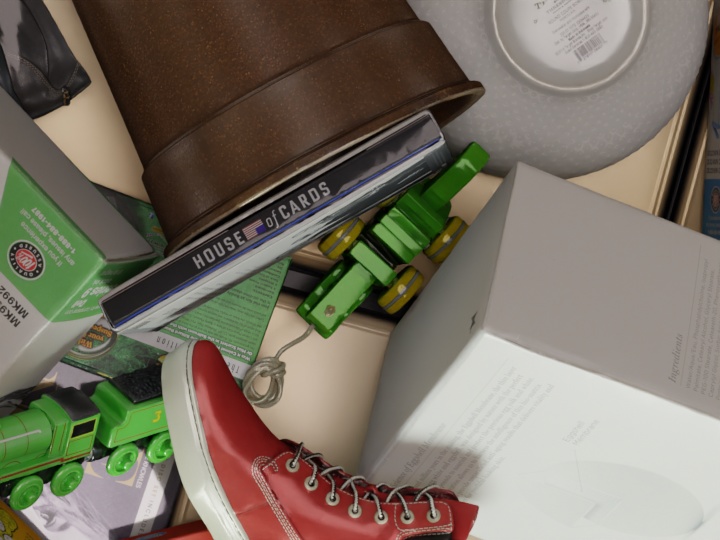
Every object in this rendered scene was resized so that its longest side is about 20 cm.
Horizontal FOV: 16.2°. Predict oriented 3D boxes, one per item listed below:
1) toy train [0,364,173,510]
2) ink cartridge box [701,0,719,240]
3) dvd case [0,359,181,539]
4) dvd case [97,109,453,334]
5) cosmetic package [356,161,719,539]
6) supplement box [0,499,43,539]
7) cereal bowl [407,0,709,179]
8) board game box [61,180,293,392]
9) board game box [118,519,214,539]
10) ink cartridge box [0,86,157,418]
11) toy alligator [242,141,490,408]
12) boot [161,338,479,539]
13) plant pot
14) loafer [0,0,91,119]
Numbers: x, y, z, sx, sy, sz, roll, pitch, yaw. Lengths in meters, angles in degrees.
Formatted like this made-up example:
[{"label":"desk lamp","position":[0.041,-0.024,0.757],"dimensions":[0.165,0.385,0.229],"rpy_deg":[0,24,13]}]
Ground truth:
[{"label":"toy train","position":[-0.173,0.095,1.383],"dimensions":[0.200,0.042,0.056],"rpy_deg":[-16,134,-44]},{"label":"ink cartridge box","position":[0.281,-0.111,1.488],"dimensions":[0.125,0.129,0.200],"rpy_deg":[2,91,-10]},{"label":"dvd case","position":[-0.206,0.118,1.468],"dimensions":[0.200,0.016,0.149],"rpy_deg":[19,89,-10]},{"label":"dvd case","position":[-0.042,-0.023,1.378],"dimensions":[0.200,0.150,0.025],"rpy_deg":[-29,87,2]},{"label":"cosmetic package","position":[0.129,0.067,1.419],"dimensions":[0.200,0.199,0.123],"rpy_deg":[20,54,-11]},{"label":"supplement box","position":[-0.220,0.211,1.363],"dimensions":[0.109,0.200,0.110],"rpy_deg":[-41,104,8]},{"label":"cereal bowl","position":[0.113,-0.151,1.480],"dimensions":[0.200,0.083,0.200],"rpy_deg":[0,91,-10]},{"label":"board game box","position":[-0.149,0.006,1.464],"dimensions":[0.200,0.023,0.105],"rpy_deg":[22,79,-9]},{"label":"board game box","position":[-0.031,0.209,1.481],"dimensions":[0.200,0.040,0.153],"rpy_deg":[-14,95,-14]},{"label":"ink cartridge box","position":[-0.235,0.012,1.380],"dimensions":[0.146,0.084,0.200],"rpy_deg":[45,104,8]},{"label":"toy alligator","position":[0.000,0.000,1.482],"dimensions":[0.059,0.054,0.200],"rpy_deg":[43,90,-6]},{"label":"boot","position":[-0.016,0.113,1.396],"dimensions":[0.144,0.072,0.200],"rpy_deg":[-20,104,18]},{"label":"plant pot","position":[-0.063,-0.137,1.400],"dimensions":[0.200,0.200,0.198],"rpy_deg":[-27,87,-8]},{"label":"loafer","position":[-0.214,-0.179,1.433],"dimensions":[0.072,0.073,0.200],"rpy_deg":[-21,105,-17]}]
